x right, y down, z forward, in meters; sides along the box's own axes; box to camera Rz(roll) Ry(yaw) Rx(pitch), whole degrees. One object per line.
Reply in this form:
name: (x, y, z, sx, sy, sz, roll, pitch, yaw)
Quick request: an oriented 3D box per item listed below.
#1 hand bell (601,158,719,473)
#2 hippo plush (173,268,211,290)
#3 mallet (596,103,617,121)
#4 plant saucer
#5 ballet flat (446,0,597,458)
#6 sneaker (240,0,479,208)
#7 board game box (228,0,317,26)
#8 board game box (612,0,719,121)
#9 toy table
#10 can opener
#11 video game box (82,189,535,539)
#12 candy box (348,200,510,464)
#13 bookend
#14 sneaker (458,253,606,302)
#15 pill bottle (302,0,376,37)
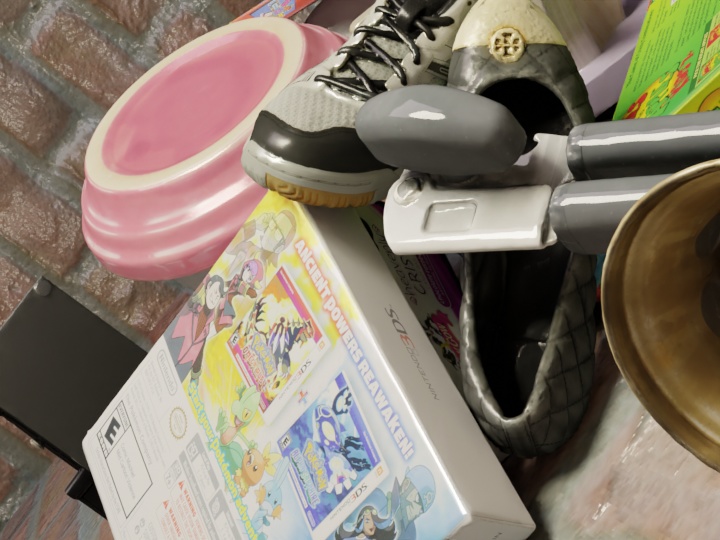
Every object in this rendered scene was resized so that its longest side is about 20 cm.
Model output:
hand bell: (0.159, -0.034, 0.451, 0.200, 0.104, 0.104, -45, 2, -42)
hippo plush: (-0.082, -0.019, 1.000, 0.159, 0.161, 0.200, 31, 77, 43)
mallet: (0.138, -0.103, 0.919, 0.066, 0.041, 0.200, -53, 14, -19)
plant saucer: (-0.086, -0.082, 0.895, 0.199, 0.051, 0.201, -23, 36, 17)
ballet flat: (0.069, -0.024, 0.630, 0.057, 0.066, 0.202, 56, -150, -73)
sneaker: (0.014, -0.098, 0.688, 0.200, 0.075, 0.088, -40, -31, -49)
board game box: (0.009, -0.198, 0.933, 0.103, 0.020, 0.199, -39, 12, -38)
board game box: (0.171, -0.105, 0.706, 0.102, 0.047, 0.201, -46, 11, 39)
toy table: (0.101, -0.153, 0.871, 0.200, 0.117, 0.184, -42, 16, -12)
can opener: (0.086, -0.036, 0.559, 0.198, 0.067, 0.053, 1, 60, 32)
video game box: (-0.035, 0.089, 0.656, 0.183, 0.047, 0.201, -52, 45, 26)
candy box: (-0.025, 0.081, 0.729, 0.200, 0.061, 0.137, -49, 49, 28)
bookend: (-0.190, 0.123, 1.116, 0.092, 0.199, 0.199, -55, 6, -24)
sneaker: (0.075, -0.035, 0.762, 0.080, 0.095, 0.200, -52, 8, 1)
pill bottle: (0.048, -0.129, 1.028, 0.113, 0.113, 0.199, -48, -20, 25)
